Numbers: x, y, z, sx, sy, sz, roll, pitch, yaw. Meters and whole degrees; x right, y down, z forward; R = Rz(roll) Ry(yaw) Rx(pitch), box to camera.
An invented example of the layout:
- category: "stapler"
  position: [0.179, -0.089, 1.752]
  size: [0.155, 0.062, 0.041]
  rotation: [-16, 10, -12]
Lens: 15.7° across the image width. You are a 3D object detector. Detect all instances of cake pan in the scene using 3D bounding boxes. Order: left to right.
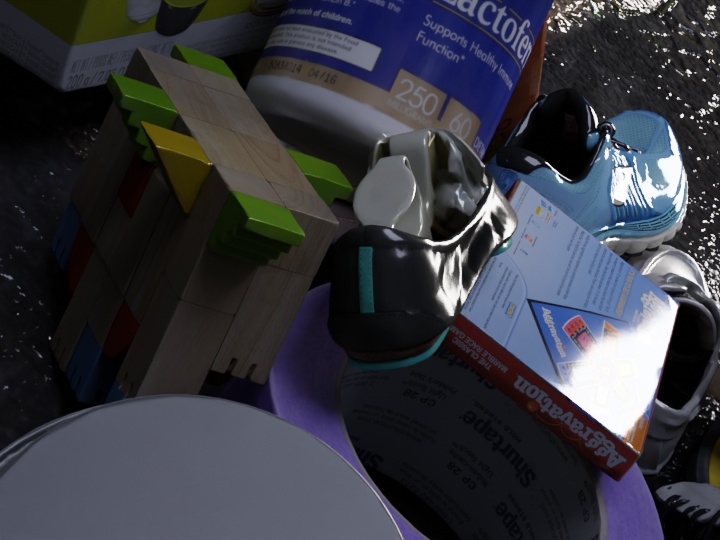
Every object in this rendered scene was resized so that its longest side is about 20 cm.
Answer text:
- category: "cake pan"
  position: [-0.065, 0.130, 0.959]
  size: [0.200, 0.037, 0.200]
  rotation: [6, 60, -10]

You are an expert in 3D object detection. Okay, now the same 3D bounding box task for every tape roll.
- category: "tape roll"
  position: [0.026, 0.104, 1.114]
  size: [0.200, 0.085, 0.200]
  rotation: [26, 36, -20]

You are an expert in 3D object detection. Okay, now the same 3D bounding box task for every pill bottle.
- category: "pill bottle"
  position: [0.035, -0.141, 1.234]
  size: [0.116, 0.200, 0.116]
  rotation: [24, -9, 4]

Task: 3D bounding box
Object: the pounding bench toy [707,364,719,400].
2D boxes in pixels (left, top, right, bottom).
- category: "pounding bench toy"
  position: [0.300, 0.051, 1.326]
  size: [0.200, 0.124, 0.156]
  rotation: [32, 12, 10]

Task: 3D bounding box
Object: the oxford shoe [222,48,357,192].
- category: "oxford shoe"
  position: [-0.030, -0.120, 1.341]
  size: [0.071, 0.074, 0.200]
  rotation: [1, 48, -43]

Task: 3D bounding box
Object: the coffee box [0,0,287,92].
- category: "coffee box"
  position: [-0.121, -0.229, 1.232]
  size: [0.200, 0.198, 0.200]
  rotation: [35, 29, 23]

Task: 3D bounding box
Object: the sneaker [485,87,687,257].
- category: "sneaker"
  position: [0.122, -0.054, 1.371]
  size: [0.078, 0.090, 0.200]
  rotation: [15, 25, 23]

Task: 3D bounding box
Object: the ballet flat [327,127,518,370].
- category: "ballet flat"
  position: [0.028, -0.021, 1.106]
  size: [0.200, 0.068, 0.068]
  rotation: [-63, 145, -71]

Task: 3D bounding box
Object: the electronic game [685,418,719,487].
- category: "electronic game"
  position: [0.247, 0.149, 1.312]
  size: [0.200, 0.042, 0.200]
  rotation: [26, 34, -19]

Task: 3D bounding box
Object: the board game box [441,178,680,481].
- category: "board game box"
  position: [0.093, 0.022, 1.195]
  size: [0.103, 0.019, 0.200]
  rotation: [37, 21, -2]

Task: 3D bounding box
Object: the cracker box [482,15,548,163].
- category: "cracker box"
  position: [0.019, -0.164, 1.385]
  size: [0.058, 0.134, 0.200]
  rotation: [-29, 66, -14]

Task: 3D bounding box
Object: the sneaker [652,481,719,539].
- category: "sneaker"
  position: [0.155, 0.130, 1.137]
  size: [0.080, 0.074, 0.200]
  rotation: [33, -6, 6]

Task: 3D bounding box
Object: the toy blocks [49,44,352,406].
- category: "toy blocks"
  position: [-0.081, 0.001, 1.097]
  size: [0.100, 0.137, 0.200]
  rotation: [17, 20, -27]

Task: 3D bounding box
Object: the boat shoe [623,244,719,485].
- category: "boat shoe"
  position: [0.154, 0.035, 1.339]
  size: [0.072, 0.066, 0.200]
  rotation: [37, 33, -1]

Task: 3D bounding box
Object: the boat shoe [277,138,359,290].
- category: "boat shoe"
  position: [0.000, 0.000, 1.225]
  size: [0.200, 0.072, 0.060]
  rotation: [26, 46, -33]
